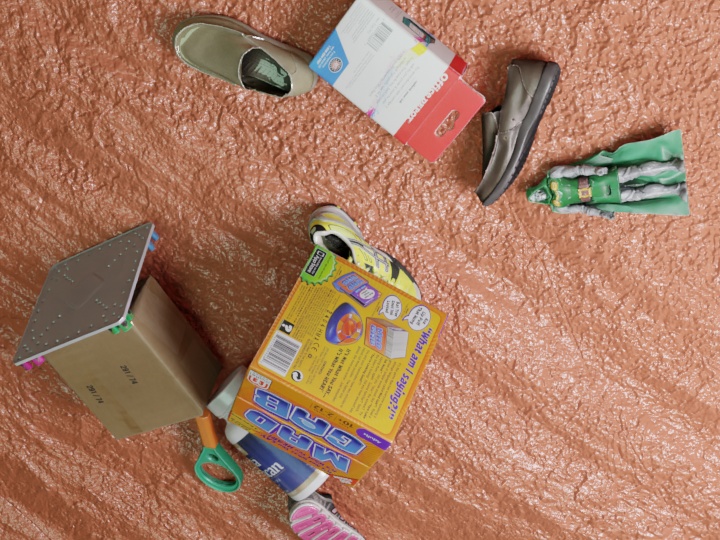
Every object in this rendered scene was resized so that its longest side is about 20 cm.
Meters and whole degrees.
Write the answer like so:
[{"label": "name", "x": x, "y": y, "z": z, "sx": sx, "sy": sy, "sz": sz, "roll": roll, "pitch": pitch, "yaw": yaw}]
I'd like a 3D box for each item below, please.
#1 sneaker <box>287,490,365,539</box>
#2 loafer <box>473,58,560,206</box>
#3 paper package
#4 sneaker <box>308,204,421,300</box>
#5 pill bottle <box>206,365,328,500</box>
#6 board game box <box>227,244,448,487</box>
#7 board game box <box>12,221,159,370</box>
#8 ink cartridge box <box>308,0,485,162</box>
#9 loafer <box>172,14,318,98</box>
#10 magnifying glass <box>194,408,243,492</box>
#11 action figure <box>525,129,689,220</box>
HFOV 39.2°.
[{"label": "sneaker", "x": -0.052, "y": 0.400, "z": 1.591, "sx": 0.074, "sy": 0.088, "sz": 0.200, "roll": -35, "pitch": 126, "yaw": 8}, {"label": "loafer", "x": 0.184, "y": -0.177, "z": 1.268, "sx": 0.071, "sy": 0.073, "sz": 0.201, "roll": 27, "pitch": 113, "yaw": 12}, {"label": "paper package", "x": -0.335, "y": 0.131, "z": 1.485, "sx": 0.189, "sy": 0.104, "sz": 0.201, "roll": -18, "pitch": 123, "yaw": 26}, {"label": "sneaker", "x": 0.000, "y": 0.000, "z": 1.385, "sx": 0.200, "sy": 0.077, "sz": 0.075, "roll": 41, "pitch": 115, "yaw": -8}, {"label": "pill bottle", "x": -0.131, "y": 0.238, "z": 1.507, "sx": 0.200, "sy": 0.111, "sz": 0.111, "roll": 44, "pitch": 117, "yaw": -6}, {"label": "board game box", "x": -0.034, "y": 0.131, "z": 1.344, "sx": 0.199, "sy": 0.201, "sz": 0.200, "roll": 28, "pitch": 148, "yaw": 0}, {"label": "board game box", "x": -0.385, "y": 0.037, "z": 1.433, "sx": 0.199, "sy": 0.201, "sz": 0.026, "roll": -21, "pitch": 129, "yaw": 22}, {"label": "ink cartridge box", "x": 0.051, "y": -0.244, "z": 1.263, "sx": 0.200, "sy": 0.067, "sz": 0.116, "roll": 39, "pitch": 118, "yaw": -6}, {"label": "loafer", "x": -0.153, "y": -0.274, "z": 1.298, "sx": 0.198, "sy": 0.068, "sz": 0.076, "roll": 16, "pitch": 117, "yaw": 6}, {"label": "magnifying glass", "x": -0.229, "y": 0.282, "z": 1.566, "sx": 0.079, "sy": 0.022, "sz": 0.201, "roll": 10, "pitch": 135, "yaw": 15}, {"label": "action figure", "x": 0.308, "y": -0.106, "z": 1.276, "sx": 0.198, "sy": 0.055, "sz": 0.119, "roll": -6, "pitch": 116, "yaw": 21}]
